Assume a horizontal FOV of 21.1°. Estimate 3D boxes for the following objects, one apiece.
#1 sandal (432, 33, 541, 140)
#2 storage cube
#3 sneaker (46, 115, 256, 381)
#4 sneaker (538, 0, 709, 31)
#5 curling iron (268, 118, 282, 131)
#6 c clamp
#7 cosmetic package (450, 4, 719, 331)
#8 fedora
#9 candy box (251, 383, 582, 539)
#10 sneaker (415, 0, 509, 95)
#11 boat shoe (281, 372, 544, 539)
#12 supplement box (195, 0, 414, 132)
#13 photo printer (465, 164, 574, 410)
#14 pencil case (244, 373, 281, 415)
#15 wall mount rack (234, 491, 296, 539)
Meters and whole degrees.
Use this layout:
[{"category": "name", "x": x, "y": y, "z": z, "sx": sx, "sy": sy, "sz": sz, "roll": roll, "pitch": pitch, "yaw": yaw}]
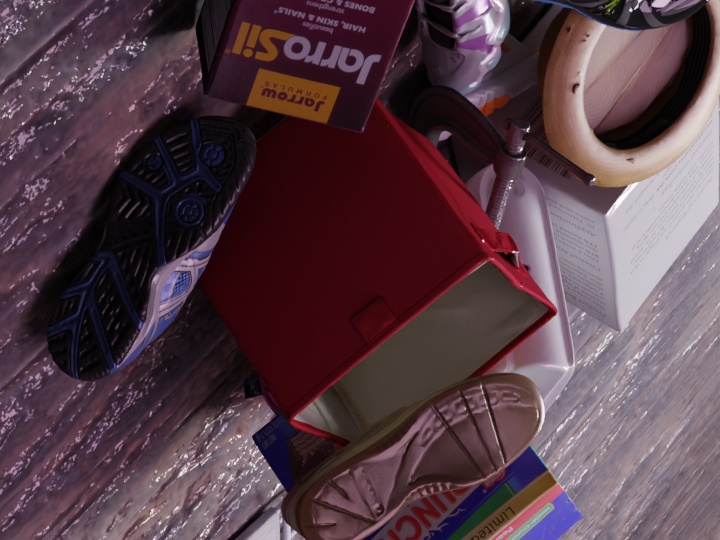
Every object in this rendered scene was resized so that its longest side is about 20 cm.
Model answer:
[{"category": "sandal", "x": 0.110, "y": -0.168, "z": 1.555, "sx": 0.206, "sy": 0.059, "sz": 0.079, "roll": -31, "pitch": 172, "yaw": -30}, {"category": "storage cube", "x": 0.000, "y": 0.000, "z": 1.361, "sx": 0.200, "sy": 0.180, "sz": 0.171, "roll": -39, "pitch": 155, "yaw": 9}, {"category": "sneaker", "x": -0.138, "y": -0.017, "z": 1.290, "sx": 0.200, "sy": 0.076, "sz": 0.077, "roll": -54, "pitch": 171, "yaw": -1}, {"category": "sneaker", "x": 0.185, "y": -0.215, "z": 1.388, "sx": 0.199, "sy": 0.083, "sz": 0.071, "roll": 5, "pitch": 90, "yaw": -35}, {"category": "curling iron", "x": -0.039, "y": -0.145, "z": 1.355, "sx": 0.049, "sy": 0.025, "sz": 0.201, "roll": -33, "pitch": 145, "yaw": -43}, {"category": "c clamp", "x": 0.081, "y": -0.047, "z": 1.455, "sx": 0.027, "sy": 0.171, "sz": 0.201, "roll": -22, "pitch": 146, "yaw": -37}, {"category": "cosmetic package", "x": 0.198, "y": -0.090, "z": 1.673, "sx": 0.167, "sy": 0.167, "sz": 0.200, "roll": -50, "pitch": 154, "yaw": -18}, {"category": "fedora", "x": 0.201, "y": -0.167, "z": 1.518, "sx": 0.200, "sy": 0.082, "sz": 0.202, "roll": -15, "pitch": 117, "yaw": -32}, {"category": "candy box", "x": 0.040, "y": 0.153, "z": 1.439, "sx": 0.169, "sy": 0.200, "sz": 0.077, "roll": -40, "pitch": 146, "yaw": 2}, {"category": "sneaker", "x": 0.048, "y": -0.211, "z": 1.392, "sx": 0.140, "sy": 0.077, "sz": 0.201, "roll": -24, "pitch": 129, "yaw": -47}, {"category": "boat shoe", "x": 0.035, "y": 0.126, "z": 1.350, "sx": 0.199, "sy": 0.064, "sz": 0.072, "roll": -25, "pitch": 101, "yaw": -17}, {"category": "supplement box", "x": -0.021, "y": -0.197, "z": 1.184, "sx": 0.110, "sy": 0.086, "sz": 0.201, "roll": 11, "pitch": 125, "yaw": -16}, {"category": "photo printer", "x": 0.108, "y": 0.025, "z": 1.567, "sx": 0.069, "sy": 0.201, "sz": 0.167, "roll": 1, "pitch": 150, "yaw": -16}, {"category": "pencil case", "x": -0.006, "y": 0.084, "z": 1.600, "sx": 0.200, "sy": 0.090, "sz": 0.094, "roll": -1, "pitch": 84, "yaw": -58}, {"category": "wall mount rack", "x": -0.084, "y": 0.291, "z": 1.699, "sx": 0.200, "sy": 0.074, "sz": 0.174, "roll": -41, "pitch": 149, "yaw": -30}]
